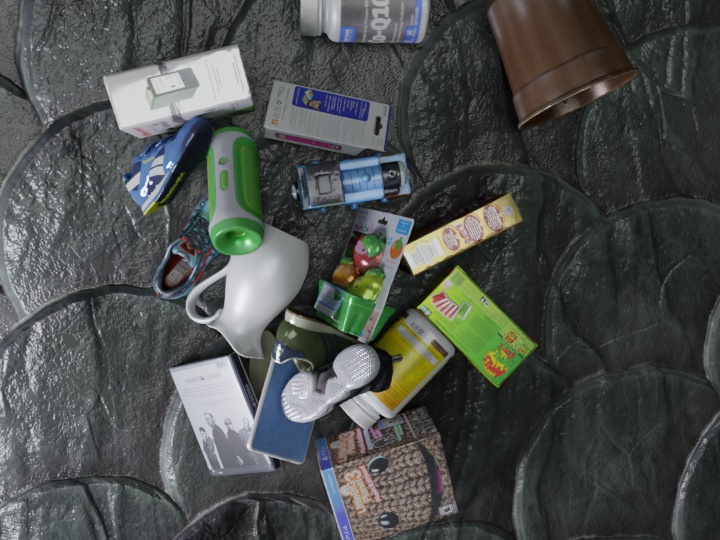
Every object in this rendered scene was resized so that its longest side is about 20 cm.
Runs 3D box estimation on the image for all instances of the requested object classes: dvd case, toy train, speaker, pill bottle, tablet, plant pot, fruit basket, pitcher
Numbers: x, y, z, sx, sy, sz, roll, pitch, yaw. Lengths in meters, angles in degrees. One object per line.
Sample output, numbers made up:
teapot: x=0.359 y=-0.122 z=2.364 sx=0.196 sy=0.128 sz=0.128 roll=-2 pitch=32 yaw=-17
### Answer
dvd case: x=-0.222 y=0.237 z=1.118 sx=0.150 sy=0.025 sz=0.200 roll=-16 pitch=97 yaw=35
toy train: x=-0.013 y=-0.142 z=1.111 sx=0.200 sy=0.114 sz=0.087 roll=-9 pitch=95 yaw=-5
speaker: x=-0.195 y=-0.125 z=1.062 sx=0.088 sy=0.088 sz=0.200 roll=-6 pitch=58 yaw=-6
pill bottle: x=0.003 y=-0.422 z=1.093 sx=0.200 sy=0.114 sz=0.114 roll=-1 pitch=94 yaw=-6
tablet: x=-0.110 y=0.200 z=1.104 sx=0.130 sy=0.014 sz=0.200 roll=33 pitch=65 yaw=-45
plant pot: x=0.311 y=-0.360 z=1.101 sx=0.200 sy=0.200 sz=0.198 roll=-22 pitch=89 yaw=-4
fruit basket: x=0.000 y=0.000 z=1.091 sx=0.094 sy=0.185 sz=0.200 roll=13 pitch=95 yaw=-29
pill bottle: x=0.054 y=0.167 z=1.143 sx=0.109 sy=0.109 sz=0.200 roll=45 pitch=88 yaw=-7
pitcher: x=-0.185 y=0.018 z=1.111 sx=0.171 sy=0.121 sz=0.200 roll=26 pitch=91 yaw=19

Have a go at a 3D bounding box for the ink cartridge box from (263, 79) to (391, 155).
ink cartridge box: x=-0.053 y=-0.245 z=1.122 sx=0.200 sy=0.037 sz=0.095 roll=10 pitch=66 yaw=-5

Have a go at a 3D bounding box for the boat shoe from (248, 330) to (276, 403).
boat shoe: x=-0.136 y=0.198 z=1.152 sx=0.074 sy=0.063 sz=0.202 roll=-15 pitch=85 yaw=35

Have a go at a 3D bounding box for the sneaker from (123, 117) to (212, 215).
sneaker: x=-0.305 y=-0.173 z=1.068 sx=0.082 sy=0.074 sz=0.200 roll=49 pitch=119 yaw=3

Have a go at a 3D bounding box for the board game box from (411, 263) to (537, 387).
board game box: x=0.196 y=0.094 z=1.184 sx=0.200 sy=0.048 sz=0.102 roll=44 pitch=89 yaw=-7

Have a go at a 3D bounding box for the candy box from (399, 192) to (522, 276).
candy box: x=0.153 y=-0.061 z=1.134 sx=0.200 sy=0.117 sz=0.057 roll=-28 pitch=97 yaw=-3

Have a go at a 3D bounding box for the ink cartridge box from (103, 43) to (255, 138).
ink cartridge box: x=-0.270 y=-0.271 z=1.058 sx=0.200 sy=0.146 sz=0.084 roll=-15 pitch=97 yaw=-5

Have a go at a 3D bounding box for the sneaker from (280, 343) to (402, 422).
sneaker: x=-0.025 y=0.175 z=1.054 sx=0.200 sy=0.114 sz=0.076 roll=-34 pitch=66 yaw=30

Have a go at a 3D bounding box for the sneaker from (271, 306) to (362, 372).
sneaker: x=-0.073 y=0.125 z=1.101 sx=0.067 sy=0.200 sz=0.090 roll=24 pitch=87 yaw=35

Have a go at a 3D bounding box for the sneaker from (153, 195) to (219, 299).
sneaker: x=-0.262 y=-0.035 z=1.101 sx=0.079 sy=0.096 sz=0.200 roll=30 pitch=91 yaw=-8

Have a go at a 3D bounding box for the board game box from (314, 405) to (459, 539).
board game box: x=0.043 y=0.343 z=1.146 sx=0.200 sy=0.097 sz=0.160 roll=-17 pitch=108 yaw=-5
